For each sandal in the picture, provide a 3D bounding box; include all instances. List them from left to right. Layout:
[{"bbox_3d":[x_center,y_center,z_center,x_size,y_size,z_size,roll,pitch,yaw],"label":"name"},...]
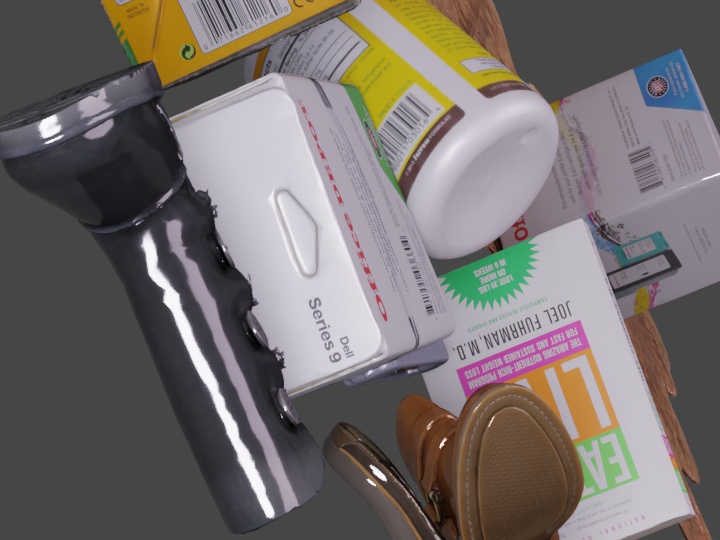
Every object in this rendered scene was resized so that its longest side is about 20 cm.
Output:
[{"bbox_3d":[0.036,0.169,1.384,0.200,0.054,0.082,52,-1,-5],"label":"sandal"}]

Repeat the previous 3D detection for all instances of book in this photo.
[{"bbox_3d":[0.118,0.085,1.709,0.048,0.133,0.201,27,41,-72],"label":"book"}]

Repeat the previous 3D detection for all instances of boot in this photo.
[{"bbox_3d":[-0.080,0.018,1.114,0.165,0.065,0.201,-46,117,-76],"label":"boot"},{"bbox_3d":[0.067,0.106,1.485,0.155,0.076,0.201,53,-9,49],"label":"boot"}]

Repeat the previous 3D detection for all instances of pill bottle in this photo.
[{"bbox_3d":[0.010,-0.104,1.505,0.200,0.109,0.109,43,-2,29],"label":"pill bottle"}]

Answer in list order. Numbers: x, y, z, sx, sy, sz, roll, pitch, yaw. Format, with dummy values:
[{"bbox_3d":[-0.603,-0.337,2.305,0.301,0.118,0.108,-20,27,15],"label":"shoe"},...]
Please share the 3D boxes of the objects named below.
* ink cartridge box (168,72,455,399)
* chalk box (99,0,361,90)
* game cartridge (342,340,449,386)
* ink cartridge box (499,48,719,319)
[{"bbox_3d":[-0.029,-0.016,1.338,0.200,0.084,0.147,-6,74,-79],"label":"ink cartridge box"},{"bbox_3d":[-0.067,-0.185,1.394,0.200,0.124,0.125,-71,138,-75],"label":"chalk box"},{"bbox_3d":[0.000,0.000,1.578,0.200,0.041,0.134,-1,73,-78],"label":"game cartridge"},{"bbox_3d":[0.221,-0.061,2.304,0.146,0.199,0.147,55,16,-51],"label":"ink cartridge box"}]
